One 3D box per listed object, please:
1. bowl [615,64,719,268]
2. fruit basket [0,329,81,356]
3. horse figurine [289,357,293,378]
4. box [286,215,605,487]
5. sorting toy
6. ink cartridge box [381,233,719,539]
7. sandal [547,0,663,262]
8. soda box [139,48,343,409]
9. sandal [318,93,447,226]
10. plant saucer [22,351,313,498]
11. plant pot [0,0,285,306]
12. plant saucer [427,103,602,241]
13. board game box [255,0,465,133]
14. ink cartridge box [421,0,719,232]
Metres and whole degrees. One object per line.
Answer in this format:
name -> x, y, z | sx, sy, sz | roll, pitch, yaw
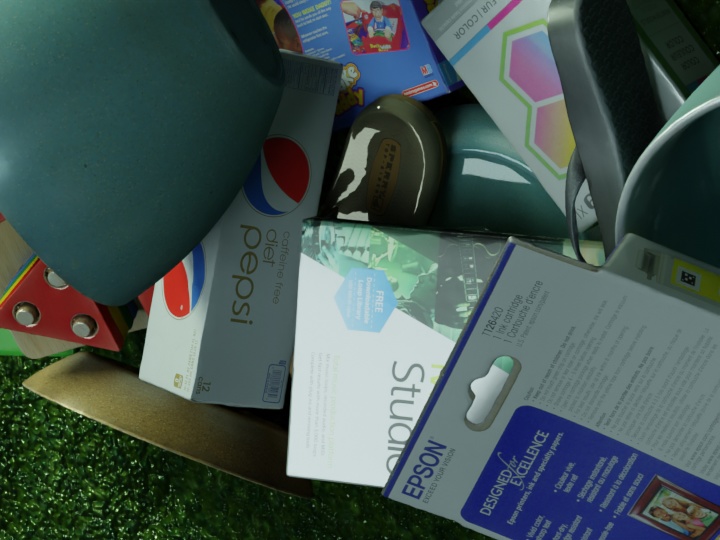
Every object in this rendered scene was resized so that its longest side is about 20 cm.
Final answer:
bowl -> 0.229, -0.042, 1.132 | 0.199, 0.105, 0.202 | 7, 132, 8
fruit basket -> -0.250, -0.061, 1.531 | 0.214, 0.156, 0.217 | 9, 119, 17
horse figurine -> 0.009, 0.061, 1.428 | 0.199, 0.050, 0.133 | -11, 96, 45
box -> 0.061, 0.050, 1.260 | 0.198, 0.036, 0.146 | 5, 96, 14
sorting toy -> -0.165, -0.040, 1.393 | 0.198, 0.070, 0.201 | -16, 118, 20
ink cartridge box -> 0.135, 0.075, 1.160 | 0.199, 0.047, 0.198 | 23, 132, -2
sandal -> 0.129, -0.047, 1.183 | 0.043, 0.076, 0.202 | -9, 96, 36
soda box -> -0.068, -0.026, 1.316 | 0.068, 0.063, 0.202 | 15, 95, 57
sandal -> 0.000, 0.000, 1.318 | 0.080, 0.054, 0.201 | 17, 107, 22
plant saucer -> -0.116, 0.092, 1.477 | 0.199, 0.200, 0.036 | 21, 88, 31
plant pot -> -0.118, -0.101, 1.209 | 0.134, 0.200, 0.201 | -29, 91, 14
plant saucer -> 0.067, 0.006, 1.332 | 0.199, 0.027, 0.202 | 6, 103, 25
board game box -> -0.033, -0.147, 1.366 | 0.199, 0.045, 0.135 | -15, 100, 43
ink cartridge box -> 0.135, -0.091, 1.241 | 0.104, 0.059, 0.200 | -40, 83, 39
